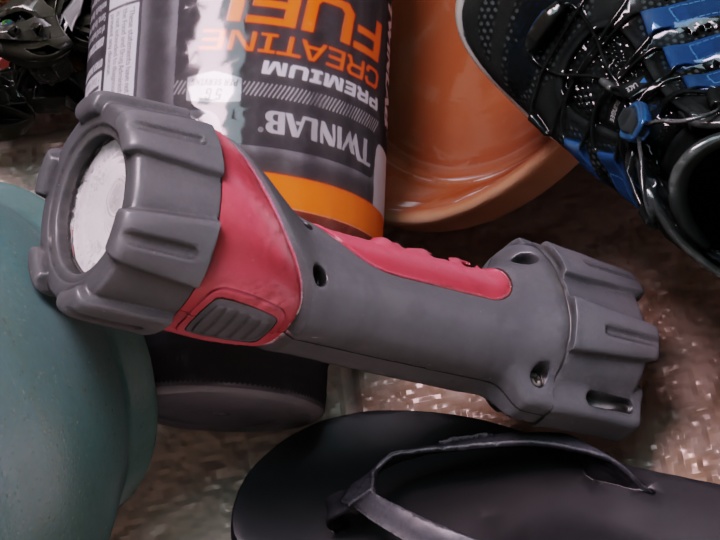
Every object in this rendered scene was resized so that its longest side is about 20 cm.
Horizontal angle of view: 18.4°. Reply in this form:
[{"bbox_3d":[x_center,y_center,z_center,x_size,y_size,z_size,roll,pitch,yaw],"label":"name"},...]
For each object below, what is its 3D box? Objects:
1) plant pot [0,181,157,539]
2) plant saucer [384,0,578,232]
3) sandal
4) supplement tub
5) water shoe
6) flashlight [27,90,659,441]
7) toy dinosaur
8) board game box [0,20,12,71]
[{"bbox_3d":[-0.148,0.048,0.687,0.200,0.201,0.134,31,38,29],"label":"plant pot"},{"bbox_3d":[0.041,-0.111,0.786,0.200,0.032,0.202,-17,67,44],"label":"plant saucer"},{"bbox_3d":[0.055,0.078,0.698,0.199,0.043,0.076,6,55,15],"label":"sandal"},{"bbox_3d":[-0.042,-0.050,0.755,0.106,0.107,0.202,-1,75,11],"label":"supplement tub"},{"bbox_3d":[0.102,-0.045,0.650,0.200,0.079,0.072,36,107,24],"label":"water shoe"},{"bbox_3d":[0.000,0.000,0.677,0.068,0.199,0.068,27,102,55],"label":"flashlight"},{"bbox_3d":[-0.108,-0.090,0.823,0.135,0.103,0.200,-11,48,-28],"label":"toy dinosaur"},{"bbox_3d":[-0.120,-0.152,0.919,0.103,0.019,0.200,35,67,32],"label":"board game box"}]
